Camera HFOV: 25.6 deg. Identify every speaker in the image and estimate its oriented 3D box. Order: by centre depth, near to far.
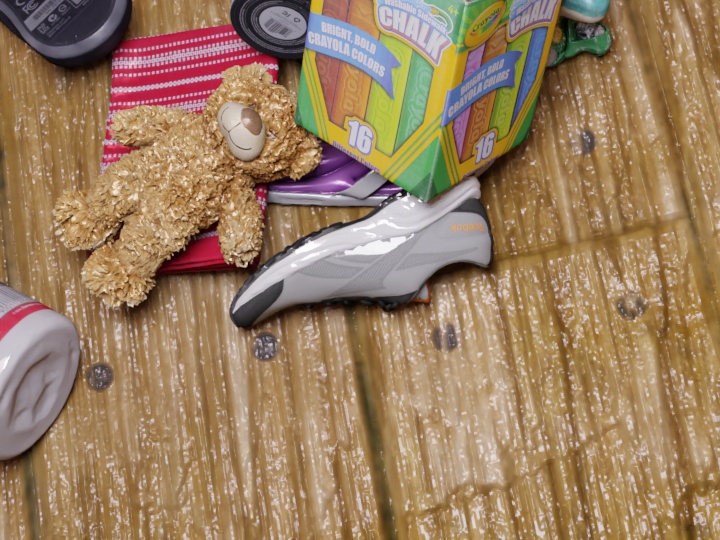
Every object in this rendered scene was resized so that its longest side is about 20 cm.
[{"bbox_3d":[-0.041,-0.259,1.178,0.080,0.081,0.201,2,58,11],"label":"speaker"}]

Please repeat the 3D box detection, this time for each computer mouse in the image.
[{"bbox_3d":[-0.236,-0.220,1.238,0.138,0.053,0.200,-41,54,-4],"label":"computer mouse"}]

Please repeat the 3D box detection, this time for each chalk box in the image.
[{"bbox_3d":[0.049,-0.173,1.043,0.124,0.201,0.124,32,44,27],"label":"chalk box"}]

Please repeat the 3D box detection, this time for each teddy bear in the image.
[{"bbox_3d":[-0.126,-0.061,1.106,0.198,0.067,0.146,-20,65,12],"label":"teddy bear"}]

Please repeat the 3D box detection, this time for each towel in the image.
[{"bbox_3d":[-0.131,-0.090,1.171,0.143,0.022,0.202,-4,69,21],"label":"towel"}]

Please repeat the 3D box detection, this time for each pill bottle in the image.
[{"bbox_3d":[-0.307,0.043,1.119,0.199,0.111,0.111,25,76,18],"label":"pill bottle"}]

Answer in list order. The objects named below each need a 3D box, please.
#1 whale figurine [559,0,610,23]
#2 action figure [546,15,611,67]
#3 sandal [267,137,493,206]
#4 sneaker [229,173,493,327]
[{"bbox_3d":[0.149,-0.264,1.129,0.158,0.104,0.201,13,48,2],"label":"whale figurine"},{"bbox_3d":[0.091,-0.198,1.173,0.198,0.055,0.119,19,71,12],"label":"action figure"},{"bbox_3d":[0.007,-0.087,1.145,0.201,0.050,0.083,-12,69,7],"label":"sandal"},{"bbox_3d":[0.000,0.000,1.105,0.199,0.074,0.080,-23,95,8],"label":"sneaker"}]
